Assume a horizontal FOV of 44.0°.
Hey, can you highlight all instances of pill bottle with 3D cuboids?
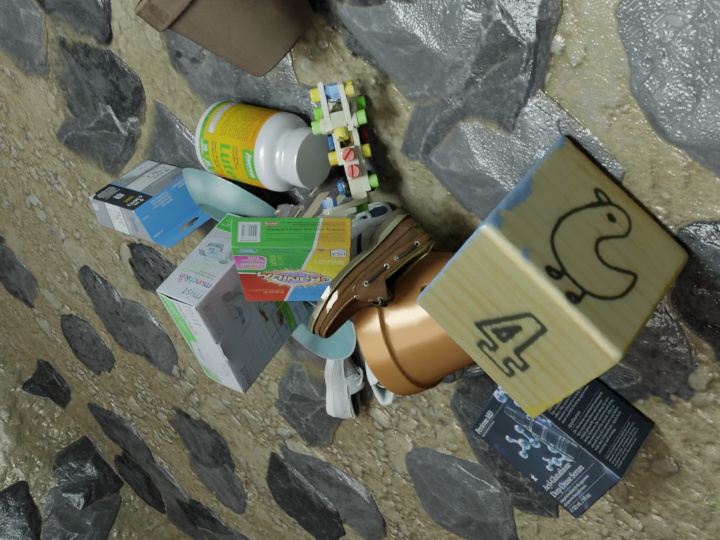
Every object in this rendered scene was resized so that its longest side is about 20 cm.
[{"bbox_3d":[-0.138,-0.178,1.297,0.197,0.111,0.113,17,136,36],"label":"pill bottle"}]

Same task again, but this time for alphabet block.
[{"bbox_3d":[0.216,0.011,1.025,0.200,0.195,0.197,43,147,4],"label":"alphabet block"}]

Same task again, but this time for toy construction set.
[{"bbox_3d":[-0.020,-0.146,1.171,0.090,0.131,0.205,1,99,2],"label":"toy construction set"}]

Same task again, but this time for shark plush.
[{"bbox_3d":[0.104,0.151,1.377,0.092,0.083,0.198,54,146,-15],"label":"shark plush"}]

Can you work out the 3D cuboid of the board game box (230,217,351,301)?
[{"bbox_3d":[-0.087,-0.011,1.174,0.149,0.041,0.201,0,159,-1],"label":"board game box"}]

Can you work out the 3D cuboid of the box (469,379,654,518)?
[{"bbox_3d":[0.275,0.217,1.236,0.199,0.107,0.150,39,145,14],"label":"box"}]

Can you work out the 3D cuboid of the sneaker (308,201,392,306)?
[{"bbox_3d":[0.000,0.000,1.312,0.198,0.080,0.130,-40,100,18],"label":"sneaker"}]

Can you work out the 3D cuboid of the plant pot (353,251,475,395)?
[{"bbox_3d":[0.101,0.060,1.215,0.138,0.201,0.203,-15,114,35],"label":"plant pot"}]

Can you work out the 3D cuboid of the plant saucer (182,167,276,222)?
[{"bbox_3d":[-0.206,-0.097,1.432,0.198,0.039,0.201,26,168,6],"label":"plant saucer"}]

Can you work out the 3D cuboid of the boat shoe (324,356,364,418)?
[{"bbox_3d":[-0.025,0.195,1.584,0.067,0.073,0.203,11,129,11],"label":"boat shoe"}]

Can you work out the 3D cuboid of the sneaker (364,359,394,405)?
[{"bbox_3d":[0.037,0.129,1.413,0.074,0.082,0.202,-5,138,4],"label":"sneaker"}]

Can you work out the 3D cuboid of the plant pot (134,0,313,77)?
[{"bbox_3d":[-0.156,-0.341,1.111,0.174,0.203,0.199,40,149,-22],"label":"plant pot"}]

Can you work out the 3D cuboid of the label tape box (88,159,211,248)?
[{"bbox_3d":[-0.357,-0.122,1.565,0.197,0.144,0.064,16,134,37],"label":"label tape box"}]

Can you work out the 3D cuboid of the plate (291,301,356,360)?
[{"bbox_3d":[-0.079,0.059,1.453,0.198,0.026,0.203,30,142,26],"label":"plate"}]

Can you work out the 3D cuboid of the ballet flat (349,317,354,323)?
[{"bbox_3d":[0.046,0.066,1.310,0.056,0.068,0.199,-14,156,32],"label":"ballet flat"}]

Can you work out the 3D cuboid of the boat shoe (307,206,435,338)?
[{"bbox_3d":[0.014,0.016,1.130,0.068,0.201,0.072,40,-173,13],"label":"boat shoe"}]

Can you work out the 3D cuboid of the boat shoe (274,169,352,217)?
[{"bbox_3d":[-0.090,-0.066,1.307,0.073,0.200,0.075,47,178,10],"label":"boat shoe"}]

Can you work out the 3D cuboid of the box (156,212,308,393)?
[{"bbox_3d":[-0.189,0.052,1.367,0.095,0.177,0.202,18,145,35],"label":"box"}]
